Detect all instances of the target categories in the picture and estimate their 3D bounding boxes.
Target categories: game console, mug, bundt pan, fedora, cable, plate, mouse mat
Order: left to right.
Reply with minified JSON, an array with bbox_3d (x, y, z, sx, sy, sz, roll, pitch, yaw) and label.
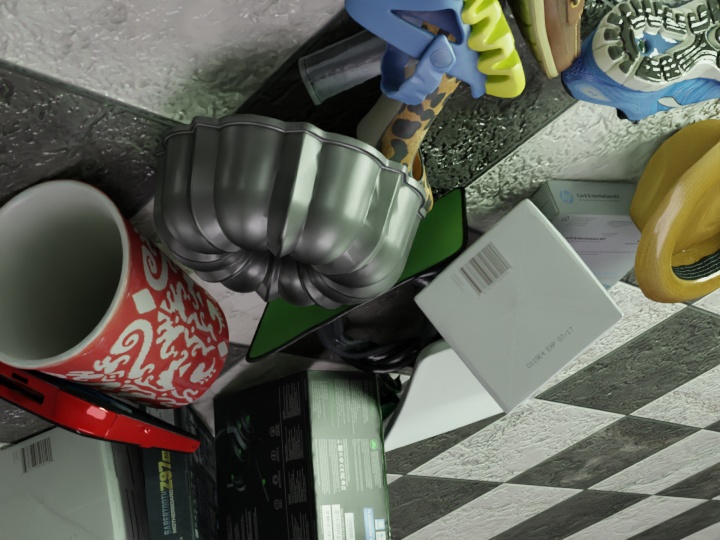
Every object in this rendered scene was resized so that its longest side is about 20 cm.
[{"bbox_3d":[-0.244,0.095,0.876,0.197,0.032,0.177,20,175,24],"label":"game console"},{"bbox_3d":[-0.203,0.021,0.840,0.134,0.176,0.200,-55,154,-5],"label":"mug"},{"bbox_3d":[-0.054,-0.029,0.760,0.198,0.077,0.202,9,163,3],"label":"bundt pan"},{"bbox_3d":[0.000,0.000,0.877,0.198,0.161,0.008,-27,107,14],"label":"mouse mat"},{"bbox_3d":[0.033,0.036,1.035,0.160,0.051,0.201,-18,146,4],"label":"cable"},{"bbox_3d":[0.121,0.104,1.115,0.196,0.033,0.201,-14,150,-22],"label":"plate"},{"bbox_3d":[0.301,-0.068,0.944,0.198,0.082,0.203,-20,134,-22],"label":"fedora"}]

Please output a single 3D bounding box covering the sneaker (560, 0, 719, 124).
[{"bbox_3d":[0.228,-0.156,0.797,0.197,0.080,0.089,-5,171,-30],"label":"sneaker"}]

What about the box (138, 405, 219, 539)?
[{"bbox_3d":[-0.181,0.252,1.139,0.050,0.203,0.158,-12,153,3],"label":"box"}]

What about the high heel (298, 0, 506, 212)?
[{"bbox_3d":[0.059,-0.110,0.768,0.140,0.072,0.200,-20,145,14],"label":"high heel"}]

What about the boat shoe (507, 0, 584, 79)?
[{"bbox_3d":[0.120,-0.188,0.663,0.067,0.073,0.200,-23,153,7],"label":"boat shoe"}]

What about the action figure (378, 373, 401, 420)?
[{"bbox_3d":[-0.032,0.195,1.203,0.201,0.055,0.118,-50,176,11],"label":"action figure"}]

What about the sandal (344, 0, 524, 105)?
[{"bbox_3d":[0.028,-0.165,0.613,0.086,0.080,0.201,-21,130,12],"label":"sandal"}]

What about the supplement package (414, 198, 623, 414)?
[{"bbox_3d":[0.127,0.021,0.859,0.113,0.110,0.200,-41,176,9],"label":"supplement package"}]

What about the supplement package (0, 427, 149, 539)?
[{"bbox_3d":[-0.291,0.274,1.172,0.149,0.153,0.200,-22,151,8],"label":"supplement package"}]

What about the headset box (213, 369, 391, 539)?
[{"bbox_3d":[-0.069,0.206,1.107,0.092,0.178,0.199,6,161,-37],"label":"headset box"}]

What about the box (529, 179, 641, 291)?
[{"bbox_3d":[0.196,-0.011,1.055,0.153,0.042,0.201,-1,148,-27],"label":"box"}]
